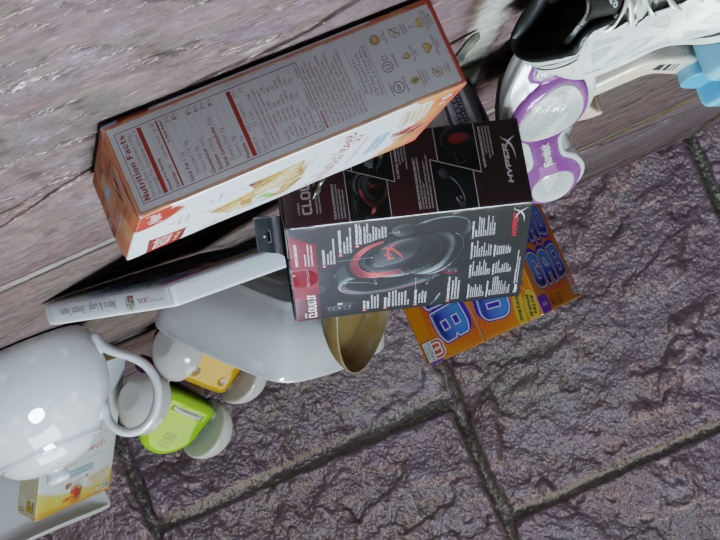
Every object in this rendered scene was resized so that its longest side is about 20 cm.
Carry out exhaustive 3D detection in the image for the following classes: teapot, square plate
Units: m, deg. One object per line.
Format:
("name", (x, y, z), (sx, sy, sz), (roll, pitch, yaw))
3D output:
("teapot", (-0.339, 0.154, 1.764), (0.197, 0.147, 0.200), (-21, 175, -42))
("square plate", (-0.465, 0.271, 2.238), (0.197, 0.201, 0.028), (-22, 161, -29))

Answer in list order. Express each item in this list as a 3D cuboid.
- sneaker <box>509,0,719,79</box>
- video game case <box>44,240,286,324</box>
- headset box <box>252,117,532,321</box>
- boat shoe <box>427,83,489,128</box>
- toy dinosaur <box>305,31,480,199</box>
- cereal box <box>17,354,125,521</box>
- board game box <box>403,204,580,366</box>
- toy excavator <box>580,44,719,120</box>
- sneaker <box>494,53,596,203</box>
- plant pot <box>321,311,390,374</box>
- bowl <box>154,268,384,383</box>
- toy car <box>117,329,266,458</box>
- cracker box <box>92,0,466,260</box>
("sneaker", (0.184, -0.168, 1.040), (0.200, 0.076, 0.115), (-23, 179, 26))
("video game case", (-0.151, 0.006, 1.494), (0.181, 0.024, 0.199), (-9, -172, 44))
("headset box", (0.021, -0.034, 1.243), (0.198, 0.075, 0.149), (-7, 152, -2))
("boat shoe", (0.071, -0.102, 1.315), (0.065, 0.072, 0.200), (-23, 175, 9))
("toy dinosaur", (-0.010, -0.094, 1.116), (0.199, 0.048, 0.088), (-27, 171, -13))
("cereal box", (-0.372, 0.208, 2.158), (0.039, 0.201, 0.144), (22, -155, 29))
("board game box", (0.177, 0.000, 2.504), (0.199, 0.201, 0.200), (-25, 177, 24))
("toy excavator", (0.287, -0.189, 1.441), (0.199, 0.101, 0.194), (-4, 162, -41))
("sneaker", (0.127, -0.133, 1.272), (0.074, 0.100, 0.200), (-16, 153, -6))
("plant pot", (0.000, 0.000, 1.643), (0.027, 0.202, 0.200), (10, -172, 17))
("bowl", (-0.090, 0.036, 1.733), (0.199, 0.075, 0.200), (21, -157, 32))
("toy car", (-0.238, 0.142, 2.223), (0.175, 0.150, 0.201), (28, 97, -45))
("cracker box", (-0.051, -0.077, 0.957), (0.199, 0.058, 0.134), (-23, 176, -13))
